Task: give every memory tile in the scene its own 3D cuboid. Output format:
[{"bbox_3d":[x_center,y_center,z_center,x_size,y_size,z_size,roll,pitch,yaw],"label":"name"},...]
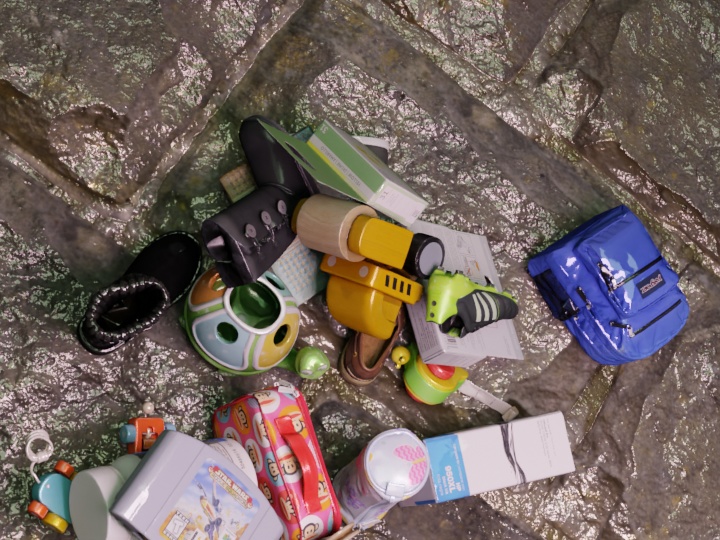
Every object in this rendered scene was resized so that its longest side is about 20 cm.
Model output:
[{"bbox_3d":[-0.081,0.361,1.521,0.153,0.200,0.017,-31,79,-24],"label":"memory tile"}]

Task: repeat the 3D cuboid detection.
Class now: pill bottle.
[{"bbox_3d":[-0.232,0.266,1.500,0.200,0.114,0.114,-5,77,-40],"label":"pill bottle"}]

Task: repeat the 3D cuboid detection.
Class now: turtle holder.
[{"bbox_3d":[-0.138,0.073,1.612,0.141,0.132,0.186,-22,84,-22],"label":"turtle holder"}]

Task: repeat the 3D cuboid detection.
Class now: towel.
[{"bbox_3d":[-0.078,-0.071,1.689,0.147,0.022,0.200,-31,97,-3],"label":"towel"}]

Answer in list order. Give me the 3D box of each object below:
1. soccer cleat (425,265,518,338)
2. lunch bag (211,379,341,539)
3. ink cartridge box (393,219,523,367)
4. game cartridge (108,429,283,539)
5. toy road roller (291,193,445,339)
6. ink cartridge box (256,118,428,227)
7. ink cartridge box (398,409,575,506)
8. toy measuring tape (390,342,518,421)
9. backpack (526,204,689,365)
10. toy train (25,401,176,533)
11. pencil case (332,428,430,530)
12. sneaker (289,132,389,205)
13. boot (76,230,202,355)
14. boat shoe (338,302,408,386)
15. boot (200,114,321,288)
[{"bbox_3d":[0.141,0.050,1.650,0.200,0.067,0.081,19,85,-54],"label":"soccer cleat"},{"bbox_3d":[-0.101,0.241,1.554,0.082,0.176,0.200,-14,81,-32],"label":"lunch bag"},{"bbox_3d":[0.129,0.034,1.729,0.174,0.044,0.200,11,57,-47],"label":"ink cartridge box"},{"bbox_3d":[-0.178,0.279,1.447,0.200,0.042,0.133,48,63,-26],"label":"game cartridge"},{"bbox_3d":[0.000,0.000,1.592,0.200,0.123,0.146,22,87,-48],"label":"toy road roller"},{"bbox_3d":[-0.020,-0.135,1.585,0.048,0.200,0.146,-51,53,10],"label":"ink cartridge box"},{"bbox_3d":[0.156,0.246,1.656,0.200,0.145,0.084,-9,81,-19],"label":"ink cartridge box"},{"bbox_3d":[0.125,0.164,1.707,0.200,0.074,0.074,32,69,-12],"label":"toy measuring tape"},{"bbox_3d":[0.355,0.031,1.767,0.162,0.168,0.200,-31,91,-16],"label":"backpack"},{"bbox_3d":[-0.321,0.240,1.540,0.200,0.056,0.150,-1,86,-39],"label":"toy train"},{"bbox_3d":[0.021,0.262,1.583,0.083,0.200,0.091,26,63,-3],"label":"pencil case"},{"bbox_3d":[-0.048,-0.129,1.724,0.200,0.071,0.099,-1,72,-22],"label":"sneaker"},{"bbox_3d":[-0.262,0.020,1.571,0.079,0.158,0.211,41,68,-5],"label":"boot"},{"bbox_3d":[0.032,0.058,1.705,0.072,0.068,0.200,24,70,-11],"label":"boat shoe"},{"bbox_3d":[-0.139,-0.089,1.577,0.165,0.066,0.200,53,42,-7],"label":"boot"}]
